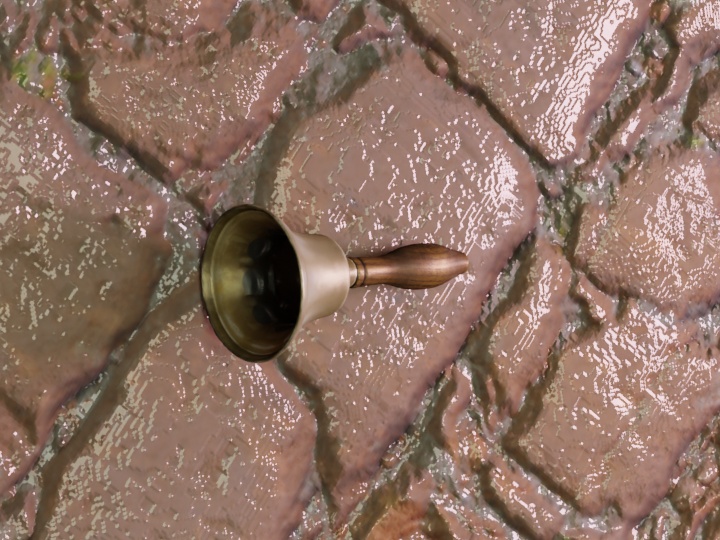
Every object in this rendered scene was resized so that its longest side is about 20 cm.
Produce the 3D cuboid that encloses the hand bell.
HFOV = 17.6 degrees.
[{"bbox_3d":[0.000,0.000,1.588,0.199,0.104,0.105,-7,95,-42],"label":"hand bell"}]
